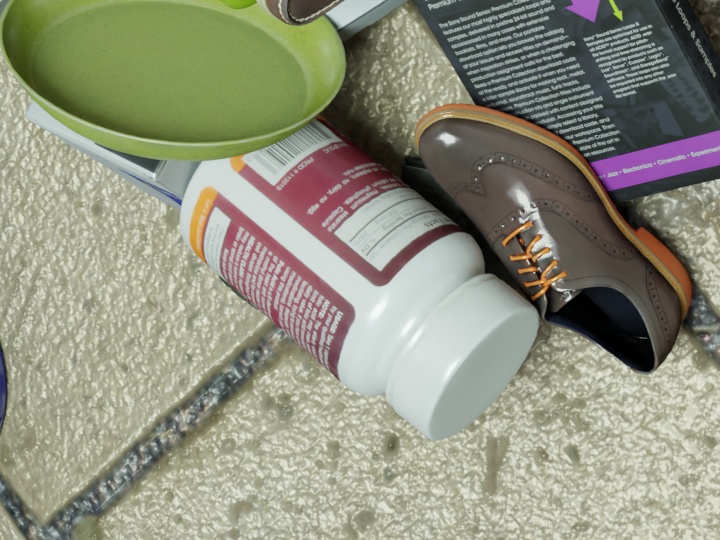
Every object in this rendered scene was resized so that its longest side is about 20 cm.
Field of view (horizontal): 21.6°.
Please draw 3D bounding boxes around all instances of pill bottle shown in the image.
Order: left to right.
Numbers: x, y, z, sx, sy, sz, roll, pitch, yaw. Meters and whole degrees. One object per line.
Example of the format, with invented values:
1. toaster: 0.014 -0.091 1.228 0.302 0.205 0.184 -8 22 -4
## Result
1. pill bottle: 0.000 0.000 1.100 0.200 0.114 0.114 40 115 23

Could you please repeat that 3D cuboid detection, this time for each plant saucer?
1. plant saucer: -0.109 -0.120 1.092 0.200 0.200 0.031 26 130 17

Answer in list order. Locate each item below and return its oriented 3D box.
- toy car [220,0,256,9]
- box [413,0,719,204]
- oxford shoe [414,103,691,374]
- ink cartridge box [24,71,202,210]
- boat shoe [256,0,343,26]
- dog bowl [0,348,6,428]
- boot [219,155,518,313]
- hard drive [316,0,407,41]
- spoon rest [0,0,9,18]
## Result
1. toy car: -0.072 -0.253 1.061 0.149 0.175 0.201 -19 99 7
2. box: 0.120 -0.127 1.064 0.143 0.036 0.200 -12 122 39
3. oxford shoe: 0.110 -0.019 1.085 0.200 0.073 0.071 37 130 -11
4. ink cartridge box: -0.124 -0.064 1.171 0.094 0.200 0.037 26 85 18
5. boat shoe: 0.027 -0.197 1.002 0.200 0.072 0.072 -43 60 10
6. dog bowl: -0.358 0.080 1.363 0.199 0.079 0.201 6 104 24
7. boot: 0.017 -0.014 1.190 0.199 0.068 0.131 21 98 19
8. hard drive: -0.007 -0.257 1.137 0.132 0.027 0.201 -29 80 25
9. spoon rest: -0.155 -0.198 1.187 0.200 0.099 0.061 -35 77 7
